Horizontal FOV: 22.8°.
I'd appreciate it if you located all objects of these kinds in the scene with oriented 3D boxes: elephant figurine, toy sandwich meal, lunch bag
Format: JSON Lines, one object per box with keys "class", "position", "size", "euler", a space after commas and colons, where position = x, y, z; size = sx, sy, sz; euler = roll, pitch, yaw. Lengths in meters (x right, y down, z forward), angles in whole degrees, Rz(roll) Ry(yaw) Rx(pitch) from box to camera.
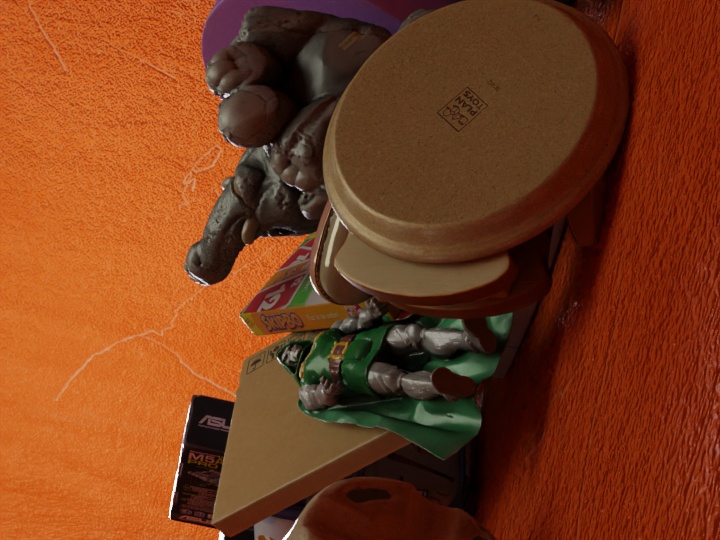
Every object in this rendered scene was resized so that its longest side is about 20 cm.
{"class": "elephant figurine", "position": [-0.036, -0.078, 1.207], "size": [0.201, 0.154, 0.142], "euler": [88, -159, -57]}
{"class": "toy sandwich meal", "position": [0.069, -0.067, 1.022], "size": [0.070, 0.204, 0.207], "euler": [54, -141, -49]}
{"class": "lunch bag", "position": [-0.002, 0.128, 1.247], "size": [0.201, 0.159, 0.076], "euler": [-83, -3, -54]}

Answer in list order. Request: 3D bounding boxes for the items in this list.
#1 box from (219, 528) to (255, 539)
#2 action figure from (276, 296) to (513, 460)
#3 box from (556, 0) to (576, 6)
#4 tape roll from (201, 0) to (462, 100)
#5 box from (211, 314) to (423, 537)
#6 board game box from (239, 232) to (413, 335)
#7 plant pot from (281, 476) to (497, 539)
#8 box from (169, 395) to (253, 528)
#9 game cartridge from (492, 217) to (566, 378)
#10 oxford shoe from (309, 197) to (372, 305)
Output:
{"class": "box", "position": [-0.028, 0.220, 1.327], "size": [0.200, 0.159, 0.045], "euler": [118, 159, -80]}
{"class": "action figure", "position": [0.009, 0.056, 1.095], "size": [0.199, 0.055, 0.119], "euler": [-7, 48, 56]}
{"class": "box", "position": [0.106, -0.222, 1.175], "size": [0.075, 0.100, 0.200], "euler": [-34, -3, -6]}
{"class": "tape roll", "position": [-0.011, -0.153, 1.273], "size": [0.201, 0.199, 0.066], "euler": [109, -176, -58]}
{"class": "box", "position": [-0.008, 0.075, 1.169], "size": [0.199, 0.021, 0.164], "euler": [-29, 30, 26]}
{"class": "board game box", "position": [0.000, 0.000, 1.219], "size": [0.096, 0.030, 0.199], "euler": [-49, 24, -27]}
{"class": "plant pot", "position": [-0.005, 0.221, 0.950], "size": [0.201, 0.199, 0.184], "euler": [-83, 18, -59]}
{"class": "box", "position": [-0.049, 0.172, 1.435], "size": [0.161, 0.198, 0.045], "euler": [108, 173, -59]}
{"class": "game cartridge", "position": [0.106, -0.034, 1.169], "size": [0.134, 0.040, 0.201], "euler": [-87, 10, -51]}
{"class": "oxford shoe", "position": [0.041, -0.054, 1.097], "size": [0.201, 0.071, 0.074], "euler": [-54, 31, 11]}
